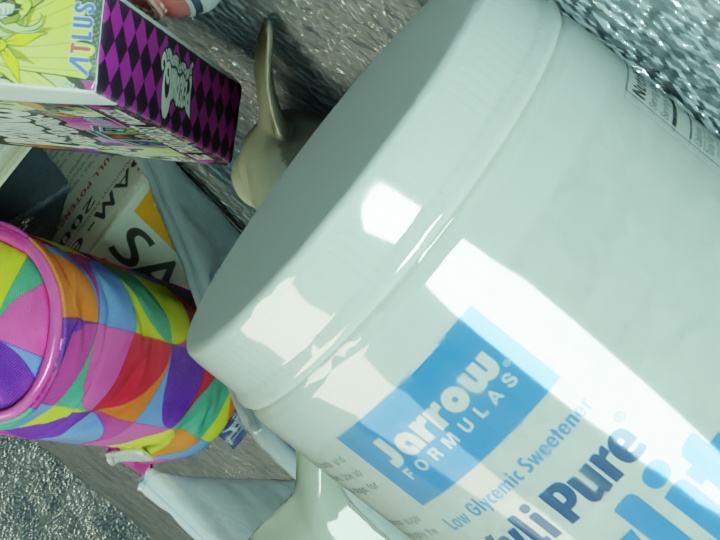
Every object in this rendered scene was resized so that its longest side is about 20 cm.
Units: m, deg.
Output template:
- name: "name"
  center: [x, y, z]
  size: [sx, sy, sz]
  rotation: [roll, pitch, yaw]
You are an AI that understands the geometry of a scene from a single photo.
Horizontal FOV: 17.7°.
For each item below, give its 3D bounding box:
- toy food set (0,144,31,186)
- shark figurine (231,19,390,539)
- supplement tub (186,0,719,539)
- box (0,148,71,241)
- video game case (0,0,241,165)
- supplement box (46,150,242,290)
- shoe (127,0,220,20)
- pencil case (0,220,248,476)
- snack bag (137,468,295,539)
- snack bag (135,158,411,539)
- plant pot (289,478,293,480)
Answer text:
- name: "toy food set"
  center: [-0.202, -0.087, 0.881]
  size: [0.200, 0.144, 0.060]
  rotation: [31, 167, 26]
- name: "shark figurine"
  center: [0.003, 0.004, 0.769]
  size: [0.089, 0.215, 0.128]
  rotation: [1, 137, -9]
- name: "supplement tub"
  center: [0.069, 0.031, 0.600]
  size: [0.200, 0.132, 0.132]
  rotation: [37, 168, -10]
- name: "box"
  center: [-0.250, 0.011, 1.016]
  size: [0.118, 0.196, 0.200]
  rotation: [50, 152, 11]
- name: "video game case"
  center: [-0.144, -0.067, 0.734]
  size: [0.180, 0.036, 0.200]
  rotation: [6, 178, 7]
- name: "supplement box"
  center: [-0.137, -0.018, 1.139]
  size: [0.200, 0.074, 0.126]
  rotation: [23, 162, 48]
- name: "shoe"
  center: [-0.142, -0.118, 0.717]
  size: [0.200, 0.091, 0.071]
  rotation: [35, 168, 3]
- name: "pencil case"
  center: [-0.115, 0.036, 0.945]
  size: [0.088, 0.089, 0.200]
  rotation: [31, -179, 23]
- name: "snack bag"
  center: [0.012, 0.151, 1.044]
  size: [0.200, 0.021, 0.188]
  rotation: [40, -168, 23]
- name: "snack bag"
  center: [-0.017, 0.052, 0.993]
  size: [0.189, 0.021, 0.200]
  rotation: [48, -170, -41]
- name: "plant pot"
  center: [0.009, 0.194, 1.344]
  size: [0.200, 0.200, 0.135]
  rotation: [37, 134, -6]
